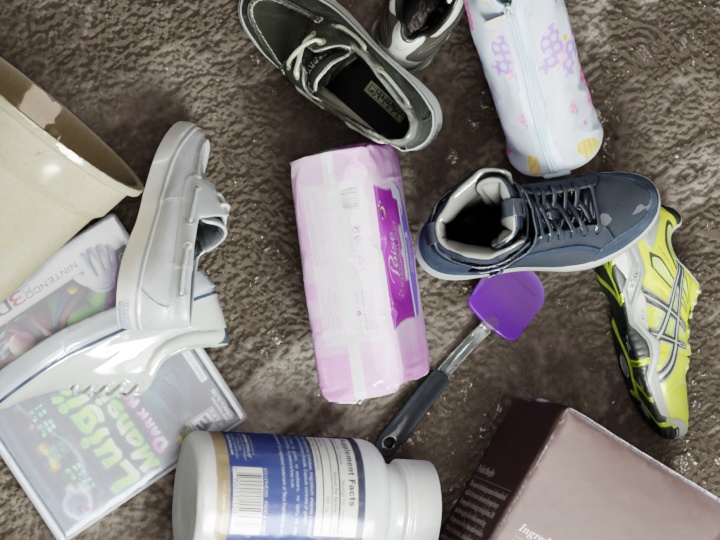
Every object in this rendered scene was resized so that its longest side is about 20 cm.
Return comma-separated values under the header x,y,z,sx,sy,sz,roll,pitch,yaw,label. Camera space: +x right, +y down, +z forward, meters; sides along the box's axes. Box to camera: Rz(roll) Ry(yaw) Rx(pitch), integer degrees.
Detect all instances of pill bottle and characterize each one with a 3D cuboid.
x,y,z,sx,sy,sz,roll,pitch,yaw,label
-0.042,0.186,1.662,0.199,0.111,0.111,4,89,-16,pill bottle

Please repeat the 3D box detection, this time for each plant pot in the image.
x,y,z,sx,sy,sz,roll,pitch,yaw,label
-0.298,-0.054,1.594,0.200,0.200,0.184,39,95,-8,plant pot

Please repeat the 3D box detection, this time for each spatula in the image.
x,y,z,sx,sy,sz,roll,pitch,yaw,label
0.079,0.074,1.731,0.056,0.021,0.200,40,84,-8,spatula

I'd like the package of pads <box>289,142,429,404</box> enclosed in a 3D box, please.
x,y,z,sx,sy,sz,roll,pitch,yaw,label
0.000,0.000,1.664,0.075,0.120,0.201,-8,92,13,package of pads

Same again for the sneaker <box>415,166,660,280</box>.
x,y,z,sx,sy,sz,roll,pitch,yaw,label
0.146,-0.042,1.638,0.202,0.146,0.077,-14,80,-4,sneaker

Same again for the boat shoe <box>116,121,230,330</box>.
x,y,z,sx,sy,sz,roll,pitch,yaw,label
-0.136,-0.035,1.627,0.068,0.072,0.200,8,44,5,boat shoe

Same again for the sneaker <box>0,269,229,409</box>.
x,y,z,sx,sy,sz,roll,pitch,yaw,label
-0.195,0.069,1.635,0.200,0.073,0.071,-26,86,-10,sneaker

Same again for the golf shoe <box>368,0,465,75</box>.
x,y,z,sx,sy,sz,roll,pitch,yaw,label
0.075,-0.253,1.693,0.078,0.094,0.201,23,85,-4,golf shoe

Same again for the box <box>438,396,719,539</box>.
x,y,z,sx,sy,sz,roll,pitch,yaw,label
0.162,0.228,1.672,0.164,0.166,0.200,31,86,-7,box

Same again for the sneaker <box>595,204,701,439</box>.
x,y,z,sx,sy,sz,roll,pitch,yaw,label
0.248,0.040,1.734,0.076,0.075,0.201,-13,94,-9,sneaker

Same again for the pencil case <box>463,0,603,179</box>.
x,y,z,sx,sy,sz,roll,pitch,yaw,label
0.135,-0.170,1.665,0.083,0.091,0.200,-20,128,1,pencil case

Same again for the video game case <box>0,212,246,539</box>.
x,y,z,sx,sy,sz,roll,pitch,yaw,label
-0.219,0.086,1.680,0.182,0.023,0.200,-34,96,-8,video game case

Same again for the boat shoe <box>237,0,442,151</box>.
x,y,z,sx,sy,sz,roll,pitch,yaw,label
-0.023,-0.166,1.659,0.200,0.064,0.071,37,107,17,boat shoe
